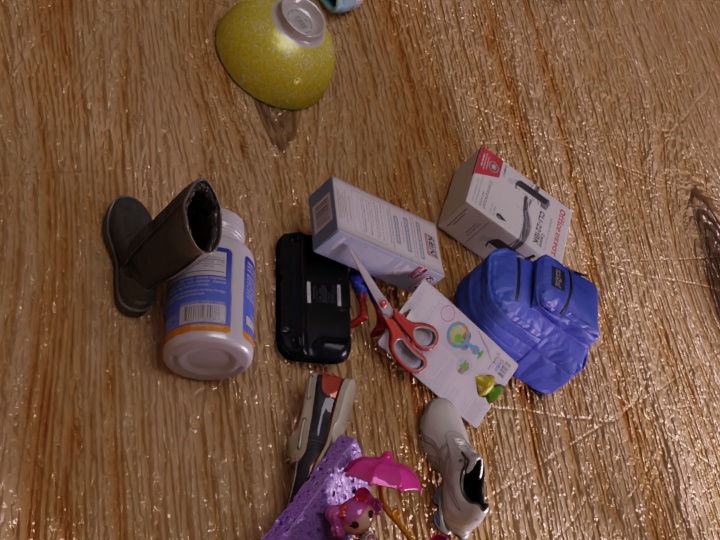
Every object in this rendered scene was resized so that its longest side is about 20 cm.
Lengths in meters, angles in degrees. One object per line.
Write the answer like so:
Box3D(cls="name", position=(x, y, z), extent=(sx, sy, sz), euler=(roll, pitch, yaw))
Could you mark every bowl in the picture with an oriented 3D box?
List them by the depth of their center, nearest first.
Box3D(cls="bowl", position=(-0.113, -0.360, 1.667), extent=(0.199, 0.108, 0.201), euler=(19, 53, -26))

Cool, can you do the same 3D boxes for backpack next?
Box3D(cls="backpack", position=(0.250, 0.056, 1.624), extent=(0.199, 0.168, 0.163), euler=(29, 37, -16))

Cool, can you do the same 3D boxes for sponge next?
Box3D(cls="sponge", position=(-0.051, 0.303, 1.284), extent=(0.200, 0.030, 0.112), euler=(-47, 134, -45))

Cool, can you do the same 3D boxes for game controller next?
Box3D(cls="game controller", position=(-0.065, 0.036, 1.481), extent=(0.104, 0.042, 0.201), euler=(11, 56, -22))

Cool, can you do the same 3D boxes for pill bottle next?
Box3D(cls="pill bottle", position=(-0.188, 0.025, 1.351), extent=(0.111, 0.112, 0.201), euler=(17, 52, -27))

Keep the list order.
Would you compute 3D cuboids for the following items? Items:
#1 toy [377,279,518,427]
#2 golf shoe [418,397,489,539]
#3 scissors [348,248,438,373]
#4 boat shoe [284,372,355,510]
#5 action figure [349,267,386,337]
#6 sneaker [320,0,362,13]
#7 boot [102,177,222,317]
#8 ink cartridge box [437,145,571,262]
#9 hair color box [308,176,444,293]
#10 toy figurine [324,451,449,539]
Box3D(cls="toy", position=(0.123, 0.120, 1.554), extent=(0.200, 0.047, 0.115), euler=(41, 76, -13))
Box3D(cls="golf shoe", position=(0.137, 0.255, 1.455), extent=(0.078, 0.097, 0.201), euler=(10, 55, -29))
Box3D(cls="scissors", position=(0.033, 0.060, 1.481), extent=(0.200, 0.014, 0.073), euler=(45, 77, -21))
Box3D(cls="boat shoe", position=(-0.062, 0.220, 1.352), extent=(0.062, 0.071, 0.201), euler=(10, 62, 14))
Box3D(cls="action figure", position=(0.000, 0.000, 1.554), extent=(0.065, 0.052, 0.201), euler=(22, 47, -31))
Box3D(cls="sneaker", position=(-0.078, -0.522, 1.824), extent=(0.200, 0.074, 0.082), euler=(49, 42, 2))
Box3D(cls="boot", position=(-0.241, -0.055, 1.301), extent=(0.072, 0.200, 0.183), euler=(1, 61, -33))
Box3D(cls="ink cartridge box", position=(0.240, -0.084, 1.764), extent=(0.199, 0.084, 0.145), euler=(34, 46, -14))
Box3D(cls="hair color box", position=(0.023, -0.047, 1.532), extent=(0.199, 0.061, 0.100), euler=(22, 45, -34))
Box3D(cls="toy figurine", position=(0.023, 0.314, 1.277), extent=(0.199, 0.150, 0.185), euler=(-28, 95, -19))
